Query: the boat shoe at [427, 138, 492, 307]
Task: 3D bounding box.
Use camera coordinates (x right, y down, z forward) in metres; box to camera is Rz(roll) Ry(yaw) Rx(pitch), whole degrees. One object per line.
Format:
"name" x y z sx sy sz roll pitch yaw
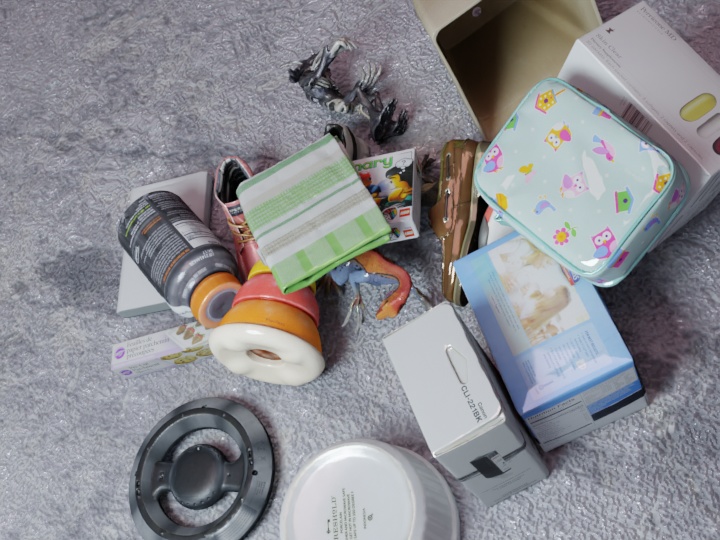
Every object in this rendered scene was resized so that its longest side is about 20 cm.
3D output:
"boat shoe" 0.119 -0.059 1.201 0.067 0.072 0.203 8 83 23

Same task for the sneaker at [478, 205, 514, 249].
"sneaker" 0.229 -0.085 1.178 0.107 0.067 0.202 24 70 33

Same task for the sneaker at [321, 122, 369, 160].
"sneaker" -0.059 -0.107 1.318 0.073 0.080 0.202 15 73 27

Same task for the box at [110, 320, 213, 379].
"box" -0.237 0.099 1.313 0.197 0.041 0.039 -15 59 15

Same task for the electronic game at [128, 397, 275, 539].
"electronic game" -0.196 0.254 1.214 0.197 0.042 0.203 -9 61 18

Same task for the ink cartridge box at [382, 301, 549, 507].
"ink cartridge box" 0.113 0.144 1.036 0.083 0.200 0.145 -29 56 7

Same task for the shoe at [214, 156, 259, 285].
"shoe" -0.151 -0.055 1.323 0.071 0.091 0.202 -19 58 14

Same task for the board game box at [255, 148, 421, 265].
"board game box" -0.024 -0.077 1.204 0.197 0.035 0.127 -10 45 15

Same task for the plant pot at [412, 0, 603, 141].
"plant pot" 0.173 -0.328 1.268 0.199 0.200 0.178 -34 45 4

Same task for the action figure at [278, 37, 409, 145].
"action figure" -0.019 -0.258 1.359 0.199 0.118 0.103 39 102 25

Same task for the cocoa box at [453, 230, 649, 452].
"cocoa box" 0.206 0.067 1.075 0.132 0.131 0.202 -27 57 9

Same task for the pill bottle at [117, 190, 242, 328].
"pill bottle" -0.229 -0.010 1.292 0.106 0.106 0.200 -44 54 -3

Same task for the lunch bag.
"lunch bag" 0.219 -0.089 1.010 0.200 0.077 0.161 45 108 34

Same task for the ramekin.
"ramekin" 0.003 0.278 1.080 0.199 0.094 0.205 -10 61 19

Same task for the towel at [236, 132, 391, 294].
"towel" -0.058 -0.068 1.170 0.148 0.031 0.201 -29 47 0

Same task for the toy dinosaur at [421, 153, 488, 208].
"toy dinosaur" 0.103 -0.110 1.268 0.197 0.047 0.090 -2 70 27

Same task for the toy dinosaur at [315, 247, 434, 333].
"toy dinosaur" 0.000 0.000 1.185 0.105 0.181 0.201 -36 98 -21

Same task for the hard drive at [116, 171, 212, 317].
"hard drive" -0.278 -0.038 1.411 0.130 0.026 0.203 -11 61 19

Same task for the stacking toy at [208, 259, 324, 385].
"stacking toy" -0.097 0.029 1.230 0.144 0.146 0.202 0 60 24

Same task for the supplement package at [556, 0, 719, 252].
"supplement package" 0.312 -0.156 1.081 0.110 0.156 0.201 -32 72 -25
